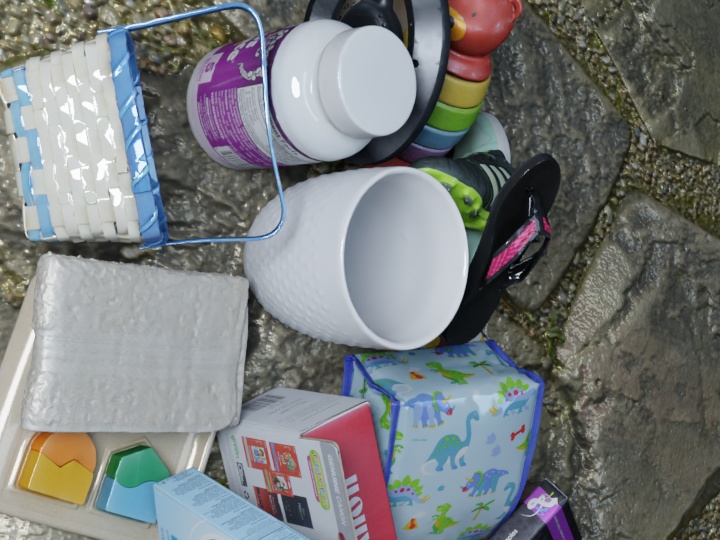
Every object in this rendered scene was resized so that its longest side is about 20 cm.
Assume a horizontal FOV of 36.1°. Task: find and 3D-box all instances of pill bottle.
[{"bbox_3d":[-0.049,-0.145,0.912,0.111,0.198,0.115,0,90,-41],"label":"pill bottle"}]

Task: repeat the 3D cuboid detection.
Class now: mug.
[{"bbox_3d":[0.000,0.000,0.973,0.199,0.174,0.150,31,71,-37],"label":"mug"}]

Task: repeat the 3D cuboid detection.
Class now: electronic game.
[{"bbox_3d":[0.008,-0.194,0.963,0.041,0.198,0.204,-1,91,-38],"label":"electronic game"}]

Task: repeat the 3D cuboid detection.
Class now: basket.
[{"bbox_3d":[-0.161,-0.103,0.833,0.196,0.139,0.180,-6,96,-4],"label":"basket"}]

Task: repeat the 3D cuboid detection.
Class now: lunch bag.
[{"bbox_3d":[0.066,0.178,1.043,0.167,0.127,0.204,-4,111,-25],"label":"lunch bag"}]

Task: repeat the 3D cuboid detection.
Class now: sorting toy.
[{"bbox_3d":[-0.199,0.119,0.890,0.199,0.036,0.188,27,73,-38],"label":"sorting toy"}]

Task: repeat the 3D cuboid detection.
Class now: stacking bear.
[{"bbox_3d":[0.070,-0.182,1.004,0.122,0.201,0.113,47,39,17],"label":"stacking bear"}]

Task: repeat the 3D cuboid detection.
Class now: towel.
[{"bbox_3d":[-0.172,0.061,0.873,0.198,0.034,0.135,9,83,-44],"label":"towel"}]

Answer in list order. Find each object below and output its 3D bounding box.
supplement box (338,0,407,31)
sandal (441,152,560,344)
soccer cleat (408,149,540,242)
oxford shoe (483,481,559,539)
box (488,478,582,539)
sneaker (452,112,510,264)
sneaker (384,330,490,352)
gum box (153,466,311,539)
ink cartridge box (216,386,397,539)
[{"bbox_3d":[0.054,-0.312,1.087,0.125,0.073,0.204,16,80,-39],"label":"supplement box"},{"bbox_3d":[0.137,-0.011,1.005,0.074,0.045,0.202,3,119,-43],"label":"sandal"},{"bbox_3d":[0.105,-0.079,1.028,0.199,0.067,0.083,20,60,-48],"label":"soccer cleat"},{"bbox_3d":[0.146,0.239,1.173,0.198,0.071,0.074,-3,88,-41],"label":"oxford shoe"},{"bbox_3d":[0.137,0.310,1.106,0.200,0.036,0.143,-45,149,-9],"label":"box"},{"bbox_3d":[0.081,-0.092,1.108,0.117,0.074,0.203,23,59,-23],"label":"sneaker"},{"bbox_3d":[0.104,0.064,1.132,0.198,0.074,0.092,24,80,-40],"label":"sneaker"},{"bbox_3d":[-0.083,0.270,0.864,0.044,0.198,0.173,-18,114,-39],"label":"gum box"},{"bbox_3d":[-0.028,0.216,0.950,0.083,0.174,0.204,-20,104,-38],"label":"ink cartridge box"}]
